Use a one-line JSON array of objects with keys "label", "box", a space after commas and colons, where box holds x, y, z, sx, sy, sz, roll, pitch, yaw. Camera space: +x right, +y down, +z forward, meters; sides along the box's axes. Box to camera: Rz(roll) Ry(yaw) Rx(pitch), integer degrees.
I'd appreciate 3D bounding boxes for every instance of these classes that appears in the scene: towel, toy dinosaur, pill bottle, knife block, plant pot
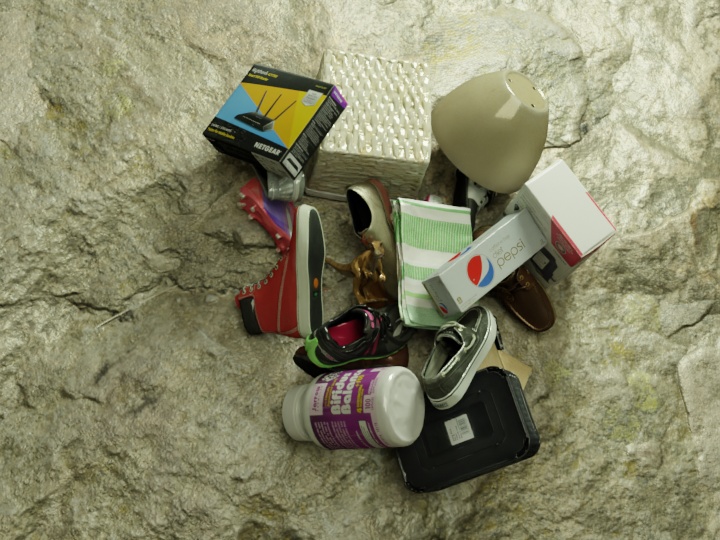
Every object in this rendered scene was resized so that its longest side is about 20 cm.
[{"label": "towel", "box": [0.119, -0.008, 1.583, 0.150, 0.023, 0.204, 6, 72, -30]}, {"label": "toy dinosaur", "box": [0.000, 0.000, 1.580, 0.060, 0.199, 0.108, -9, 85, -31]}, {"label": "pill bottle", "box": [-0.014, 0.202, 1.483, 0.112, 0.198, 0.114, 18, 67, -52]}, {"label": "knife block", "box": [0.171, 0.162, 1.609, 0.174, 0.064, 0.202, 27, 68, 0]}, {"label": "plant pot", "box": [0.231, -0.246, 1.667, 0.198, 0.135, 0.202, 23, 42, -22]}]

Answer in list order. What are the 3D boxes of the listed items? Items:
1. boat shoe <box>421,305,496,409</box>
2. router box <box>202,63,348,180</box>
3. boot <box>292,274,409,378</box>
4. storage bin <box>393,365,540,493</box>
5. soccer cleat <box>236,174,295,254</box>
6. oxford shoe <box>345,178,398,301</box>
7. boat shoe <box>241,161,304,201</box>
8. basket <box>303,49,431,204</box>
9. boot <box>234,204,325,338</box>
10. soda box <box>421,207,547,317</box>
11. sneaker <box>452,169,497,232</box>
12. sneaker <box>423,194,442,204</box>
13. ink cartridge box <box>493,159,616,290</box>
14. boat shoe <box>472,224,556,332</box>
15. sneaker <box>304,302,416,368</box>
[{"label": "boat shoe", "box": [0.144, 0.110, 1.488, 0.064, 0.070, 0.201, 59, 39, -26]}, {"label": "router box", "box": [-0.134, -0.233, 1.574, 0.199, 0.051, 0.150, 23, 73, 42]}, {"label": "boot", "box": [-0.004, 0.077, 1.602, 0.185, 0.069, 0.203, 9, 67, -4]}, {"label": "storage bin", "box": [0.152, 0.238, 1.513, 0.198, 0.094, 0.137, -23, 73, 16]}, {"label": "soccer cleat", "box": [-0.116, -0.070, 1.635, 0.076, 0.067, 0.200, -37, 79, -25]}, {"label": "oxford shoe", "box": [0.024, -0.041, 1.592, 0.074, 0.070, 0.203, -15, 81, -52]}, {"label": "boat shoe", "box": [-0.152, -0.177, 1.622, 0.064, 0.075, 0.203, -6, 43, -28]}, {"label": "basket", "box": [0.014, -0.233, 1.667, 0.195, 0.161, 0.203, 6, 68, -8]}, {"label": "boot", "box": [-0.129, 0.000, 1.563, 0.142, 0.072, 0.204, 3, 90, 24]}, {"label": "soda box", "box": [0.190, -0.012, 1.563, 0.199, 0.064, 0.069, -36, 96, -26]}, {"label": "sneaker", "box": [0.205, -0.142, 1.717, 0.087, 0.074, 0.203, 14, 65, -11]}, {"label": "sneaker", "box": [0.138, -0.025, 1.666, 0.087, 0.081, 0.204, -2, 77, -17]}, {"label": "ink cartridge box", "box": [0.305, -0.065, 1.643, 0.084, 0.200, 0.146, -33, 80, -18]}, {"label": "boat shoe", "box": [0.243, 0.019, 1.653, 0.072, 0.068, 0.201, -36, 89, 17]}, {"label": "sneaker", "box": [0.013, 0.091, 1.525, 0.198, 0.084, 0.077, -19, 70, -32]}]
